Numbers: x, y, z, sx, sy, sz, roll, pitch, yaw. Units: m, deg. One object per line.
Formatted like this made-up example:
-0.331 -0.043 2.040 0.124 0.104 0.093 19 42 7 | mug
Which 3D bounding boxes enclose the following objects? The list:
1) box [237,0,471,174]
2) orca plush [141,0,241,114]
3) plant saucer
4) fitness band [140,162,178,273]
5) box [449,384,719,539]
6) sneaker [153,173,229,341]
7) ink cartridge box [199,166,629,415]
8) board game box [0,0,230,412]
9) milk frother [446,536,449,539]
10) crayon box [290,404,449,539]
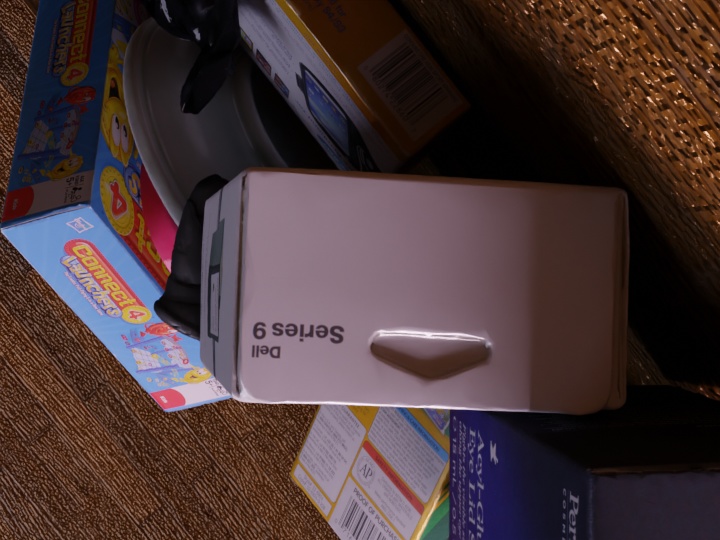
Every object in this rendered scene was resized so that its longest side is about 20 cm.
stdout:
-0.012 -0.097 0.697 0.119 0.041 0.200 52 175 -1 | box
-0.101 -0.134 0.719 0.201 0.071 0.106 -106 9 -50 | orca plush
-0.048 -0.068 0.819 0.200 0.050 0.201 42 -150 -32 | plant saucer
-0.062 -0.043 0.860 0.144 0.037 0.201 44 -149 -25 | fitness band
0.104 0.126 0.545 0.200 0.103 0.149 -172 81 -81 | box
0.000 0.000 0.729 0.199 0.092 0.076 7 -175 -21 | sneaker
0.011 0.008 0.598 0.200 0.145 0.085 179 93 -80 | ink cartridge box
-0.131 -0.050 0.883 0.200 0.055 0.197 58 -156 -49 | board game box
0.111 0.144 0.789 0.189 0.179 0.201 117 153 -45 | milk frother
0.037 0.090 0.929 0.051 0.201 0.126 1 -147 -40 | crayon box
